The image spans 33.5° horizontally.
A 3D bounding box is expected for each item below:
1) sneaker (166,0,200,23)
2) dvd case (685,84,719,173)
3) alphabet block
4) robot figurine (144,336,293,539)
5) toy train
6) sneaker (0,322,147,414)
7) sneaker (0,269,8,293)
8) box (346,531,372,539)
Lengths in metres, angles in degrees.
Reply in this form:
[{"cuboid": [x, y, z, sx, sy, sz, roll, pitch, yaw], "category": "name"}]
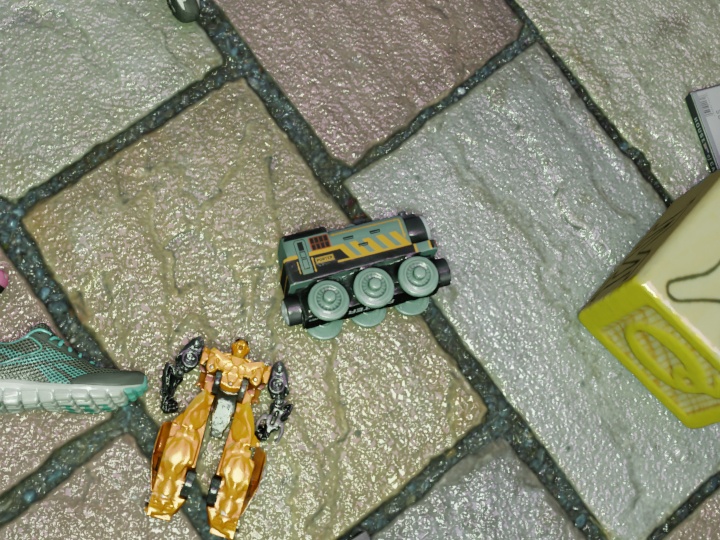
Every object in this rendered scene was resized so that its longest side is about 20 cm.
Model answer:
[{"cuboid": [-0.198, -0.384, 1.385, 0.079, 0.074, 0.204, -6, 78, -13], "category": "sneaker"}, {"cuboid": [0.513, -0.170, 1.477, 0.197, 0.025, 0.153, -15, 79, -12], "category": "dvd case"}, {"cuboid": [0.392, 0.028, 1.319, 0.195, 0.197, 0.200, 44, 74, 5], "category": "alphabet block"}, {"cuboid": [-0.153, 0.171, 1.263, 0.143, 0.058, 0.203, 17, 75, -5], "category": "robot figurine"}, {"cuboid": [0.000, 0.000, 1.322, 0.197, 0.085, 0.116, -15, 69, -13], "category": "toy train"}, {"cuboid": [-0.320, 0.099, 1.246, 0.196, 0.078, 0.093, 2, 72, -11], "category": "sneaker"}, {"cuboid": [-0.466, 0.017, 1.241, 0.196, 0.074, 0.089, 8, 75, -2], "category": "sneaker"}, {"cuboid": [-0.042, 0.389, 1.232, 0.198, 0.048, 0.160, -28, 82, -15], "category": "box"}]
